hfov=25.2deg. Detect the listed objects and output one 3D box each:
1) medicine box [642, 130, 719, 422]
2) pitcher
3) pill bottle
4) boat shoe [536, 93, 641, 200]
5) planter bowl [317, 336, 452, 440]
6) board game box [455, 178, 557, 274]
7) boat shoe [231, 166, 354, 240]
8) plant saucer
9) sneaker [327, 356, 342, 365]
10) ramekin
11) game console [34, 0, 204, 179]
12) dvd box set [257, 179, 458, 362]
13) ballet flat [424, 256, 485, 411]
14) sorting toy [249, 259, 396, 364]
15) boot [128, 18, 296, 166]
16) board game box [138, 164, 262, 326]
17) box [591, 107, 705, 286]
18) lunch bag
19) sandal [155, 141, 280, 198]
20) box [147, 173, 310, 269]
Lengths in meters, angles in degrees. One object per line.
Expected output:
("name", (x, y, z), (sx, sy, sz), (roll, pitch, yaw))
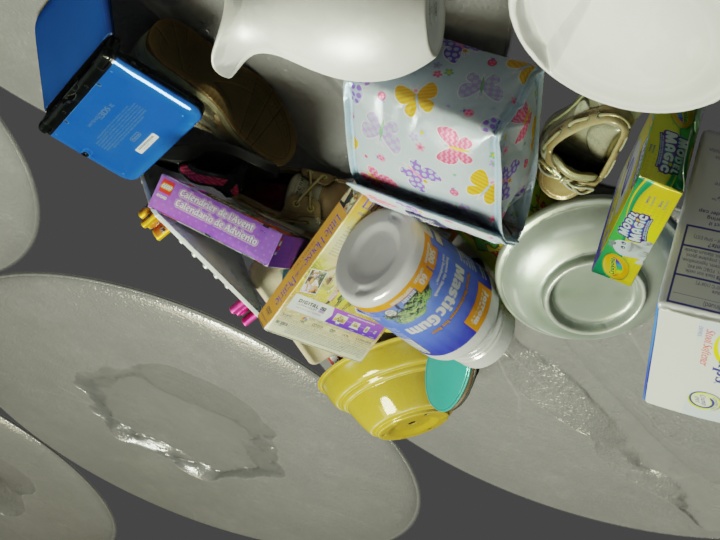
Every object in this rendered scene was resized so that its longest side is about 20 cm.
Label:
("medicine box", (0.338, 0.009, 1.495), (0.102, 0.201, 0.183), (14, 150, 14))
("pitcher", (-0.030, -0.254, 1.418), (0.198, 0.121, 0.174), (3, 108, 15))
("pill bottle", (0.075, 0.026, 1.685), (0.111, 0.113, 0.199), (-7, 149, 42))
("boat shoe", (0.210, -0.115, 1.520), (0.073, 0.064, 0.201), (26, 150, -7))
("planter bowl", (0.053, 0.150, 1.944), (0.198, 0.084, 0.201), (-14, 158, -6))
("board game box", (0.165, -0.042, 1.688), (0.101, 0.048, 0.200), (-7, 139, 42))
("boat shoe", (-0.062, -0.076, 1.763), (0.198, 0.075, 0.066), (4, 152, 30))
("plant saucer", (0.237, 0.012, 1.649), (0.197, 0.051, 0.202), (0, 133, 0))
("sneaker", (0.006, 0.068, 1.951), (0.115, 0.079, 0.200), (-9, 139, 45))
("ramekin", (0.226, -0.227, 1.296), (0.200, 0.095, 0.203), (17, 151, 10))
("game console", (-0.249, -0.207, 1.638), (0.170, 0.119, 0.200), (30, 151, -18))
("dvd box set", (0.000, 0.000, 1.727), (0.145, 0.029, 0.201), (20, 115, -39))
("ballet flat", (0.118, 0.071, 1.835), (0.068, 0.068, 0.202), (29, 132, 31))
("sorting toy", (-0.003, 0.029, 1.846), (0.198, 0.037, 0.186), (-19, 133, 16))
("boot", (-0.175, -0.168, 1.695), (0.199, 0.073, 0.154), (39, 148, -21))
("board game box", (-0.194, -0.052, 1.801), (0.026, 0.201, 0.200), (-37, 127, 8))
("box", (0.268, -0.085, 1.477), (0.048, 0.118, 0.201), (20, 150, 1))
("lunch bag", (0.078, -0.111, 1.527), (0.168, 0.128, 0.201), (21, 145, 18))
("sandal", (-0.157, -0.101, 1.681), (0.199, 0.046, 0.075), (4, 162, 46))
("box", (-0.131, -0.048, 1.669), (0.136, 0.039, 0.200), (26, -178, 6))
